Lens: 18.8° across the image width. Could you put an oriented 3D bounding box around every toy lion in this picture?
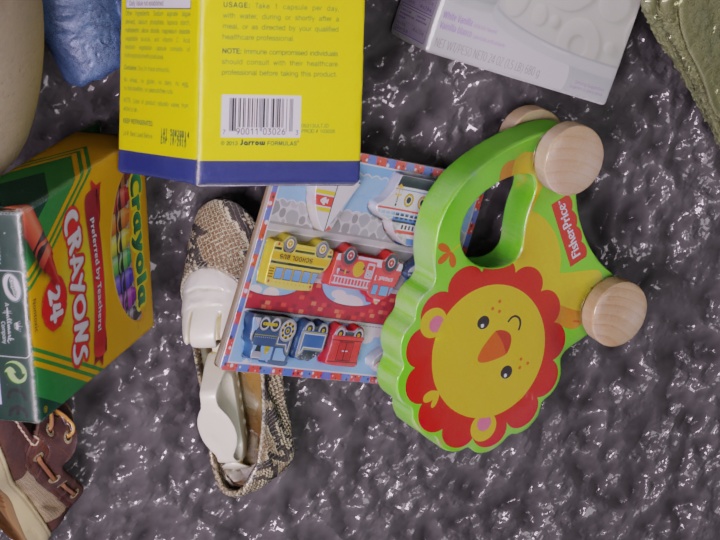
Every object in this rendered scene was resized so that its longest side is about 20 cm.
[{"bbox_3d":[0.090,0.016,1.464,0.191,0.069,0.201,-31,121,-19],"label":"toy lion"}]

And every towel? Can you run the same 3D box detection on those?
[{"bbox_3d":[-0.167,-0.216,1.281,0.112,0.048,0.201,-40,121,-32],"label":"towel"},{"bbox_3d":[0.270,-0.175,1.489,0.148,0.036,0.200,-46,134,-7],"label":"towel"}]

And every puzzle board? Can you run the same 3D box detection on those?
[{"bbox_3d":[0.000,0.000,1.420,0.199,0.017,0.152,8,103,-48],"label":"puzzle board"}]

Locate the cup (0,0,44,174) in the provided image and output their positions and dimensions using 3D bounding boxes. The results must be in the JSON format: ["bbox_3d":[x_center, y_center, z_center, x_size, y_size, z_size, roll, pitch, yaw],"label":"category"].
[{"bbox_3d":[-0.258,-0.120,1.230,0.200,0.200,0.144,-36,143,-9],"label":"cup"}]

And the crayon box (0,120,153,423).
[{"bbox_3d":[-0.173,-0.006,1.291,0.050,0.200,0.128,4,110,17],"label":"crayon box"}]

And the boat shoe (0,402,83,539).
[{"bbox_3d":[-0.212,0.101,1.348,0.072,0.072,0.200,-39,147,-18],"label":"boat shoe"}]

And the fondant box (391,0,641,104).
[{"bbox_3d":[0.121,-0.224,1.417,0.144,0.058,0.201,13,101,-27],"label":"fondant box"}]

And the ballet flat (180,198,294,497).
[{"bbox_3d":[-0.084,0.058,1.410,0.075,0.067,0.201,-43,132,-54],"label":"ballet flat"}]

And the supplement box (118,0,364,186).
[{"bbox_3d":[-0.068,-0.152,1.260,0.109,0.109,0.201,-2,98,-30],"label":"supplement box"}]
